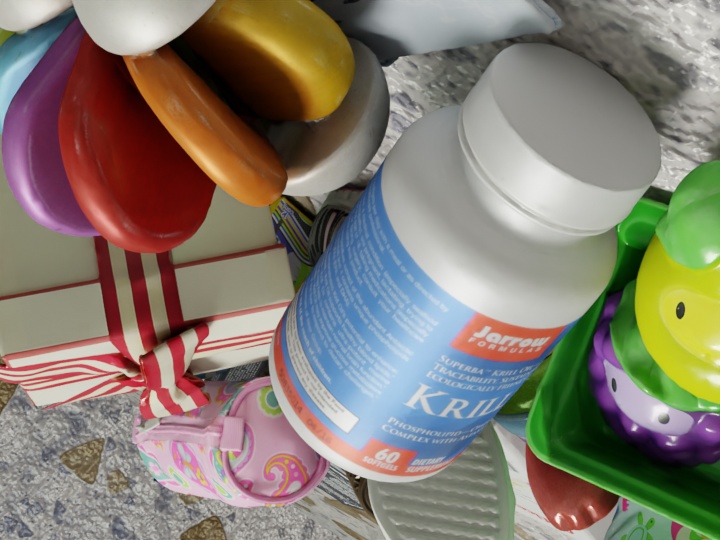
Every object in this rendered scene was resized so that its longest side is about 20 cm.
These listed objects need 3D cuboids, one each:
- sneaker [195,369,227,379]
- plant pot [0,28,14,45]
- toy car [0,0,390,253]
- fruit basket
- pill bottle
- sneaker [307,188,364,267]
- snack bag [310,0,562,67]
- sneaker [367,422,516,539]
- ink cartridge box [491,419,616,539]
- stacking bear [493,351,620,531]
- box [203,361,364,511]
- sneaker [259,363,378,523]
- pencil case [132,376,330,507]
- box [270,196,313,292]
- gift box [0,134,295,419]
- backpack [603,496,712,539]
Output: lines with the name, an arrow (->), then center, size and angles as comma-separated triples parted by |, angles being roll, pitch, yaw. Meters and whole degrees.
sneaker -> -0.137, -0.004, 1.027 | 0.072, 0.072, 0.201 | -3, 131, 14
plant pot -> -0.306, -0.123, 0.970 | 0.199, 0.200, 0.182 | 31, 159, 8
toy car -> -0.099, -0.081, 0.670 | 0.199, 0.151, 0.175 | 19, 165, 45
fruit basket -> 0.172, 0.042, 0.635 | 0.214, 0.157, 0.216 | 22, 180, 0
pill bottle -> 0.045, -0.002, 0.650 | 0.112, 0.112, 0.200 | 32, 132, -2
sneaker -> 0.000, 0.000, 0.930 | 0.074, 0.088, 0.200 | 35, 165, -14
snack bag -> -0.025, -0.154, 0.617 | 0.199, 0.022, 0.188 | 36, 166, -24
sneaker -> 0.036, 0.100, 0.802 | 0.201, 0.075, 0.105 | 63, 179, 36
ink cartridge box -> 0.104, 0.106, 1.067 | 0.144, 0.085, 0.200 | 21, 160, 42
stacking bear -> 0.090, 0.022, 0.788 | 0.200, 0.121, 0.114 | 50, -175, -26
box -> -0.010, 0.129, 1.301 | 0.200, 0.124, 0.198 | 37, 166, -25
sneaker -> 0.012, 0.129, 1.100 | 0.200, 0.071, 0.075 | 40, -167, 26
pencil case -> -0.093, 0.116, 0.995 | 0.087, 0.088, 0.200 | 37, 162, -19
box -> -0.022, 0.028, 1.100 | 0.200, 0.070, 0.064 | 41, 165, -30
gift box -> -0.148, -0.009, 0.864 | 0.198, 0.188, 0.185 | -13, 167, -5
backpack -> 0.202, 0.199, 0.757 | 0.176, 0.151, 0.200 | 15, 155, 32
